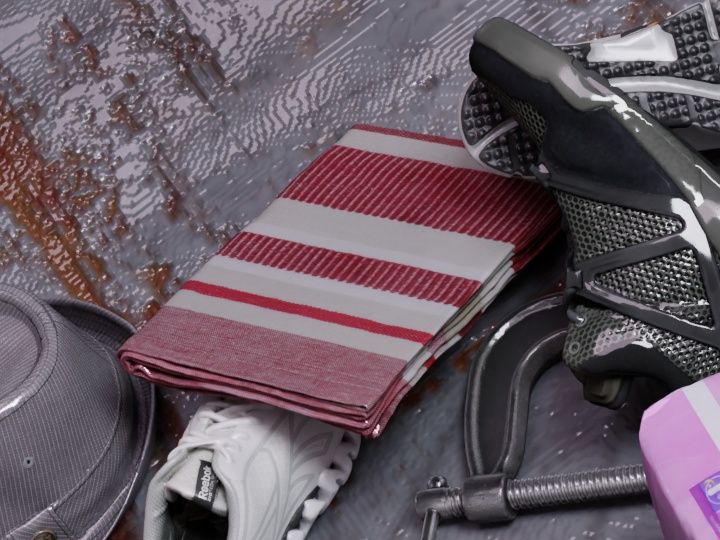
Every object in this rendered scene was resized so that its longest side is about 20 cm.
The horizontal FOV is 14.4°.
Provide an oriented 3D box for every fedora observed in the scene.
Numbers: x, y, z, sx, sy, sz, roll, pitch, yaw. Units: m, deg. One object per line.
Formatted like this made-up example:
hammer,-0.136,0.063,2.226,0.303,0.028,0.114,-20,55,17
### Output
fedora,-0.197,0.079,1.359,0.200,0.090,0.177,-29,49,6

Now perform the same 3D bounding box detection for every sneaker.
sneaker,-0.054,0.090,1.289,0.075,0.081,0.200,-2,56,27
sneaker,0.101,-0.017,1.225,0.199,0.076,0.114,45,97,10
sneaker,0.140,-0.085,1.312,0.200,0.080,0.074,-8,88,-3

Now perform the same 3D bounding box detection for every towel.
towel,0.000,0.000,1.321,0.144,0.023,0.200,13,42,33

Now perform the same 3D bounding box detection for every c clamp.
c clamp,0.116,0.074,1.255,0.200,0.027,0.171,-14,48,19

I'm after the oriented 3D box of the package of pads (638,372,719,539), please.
package of pads,0.184,0.142,1.106,0.076,0.121,0.200,-29,49,1
